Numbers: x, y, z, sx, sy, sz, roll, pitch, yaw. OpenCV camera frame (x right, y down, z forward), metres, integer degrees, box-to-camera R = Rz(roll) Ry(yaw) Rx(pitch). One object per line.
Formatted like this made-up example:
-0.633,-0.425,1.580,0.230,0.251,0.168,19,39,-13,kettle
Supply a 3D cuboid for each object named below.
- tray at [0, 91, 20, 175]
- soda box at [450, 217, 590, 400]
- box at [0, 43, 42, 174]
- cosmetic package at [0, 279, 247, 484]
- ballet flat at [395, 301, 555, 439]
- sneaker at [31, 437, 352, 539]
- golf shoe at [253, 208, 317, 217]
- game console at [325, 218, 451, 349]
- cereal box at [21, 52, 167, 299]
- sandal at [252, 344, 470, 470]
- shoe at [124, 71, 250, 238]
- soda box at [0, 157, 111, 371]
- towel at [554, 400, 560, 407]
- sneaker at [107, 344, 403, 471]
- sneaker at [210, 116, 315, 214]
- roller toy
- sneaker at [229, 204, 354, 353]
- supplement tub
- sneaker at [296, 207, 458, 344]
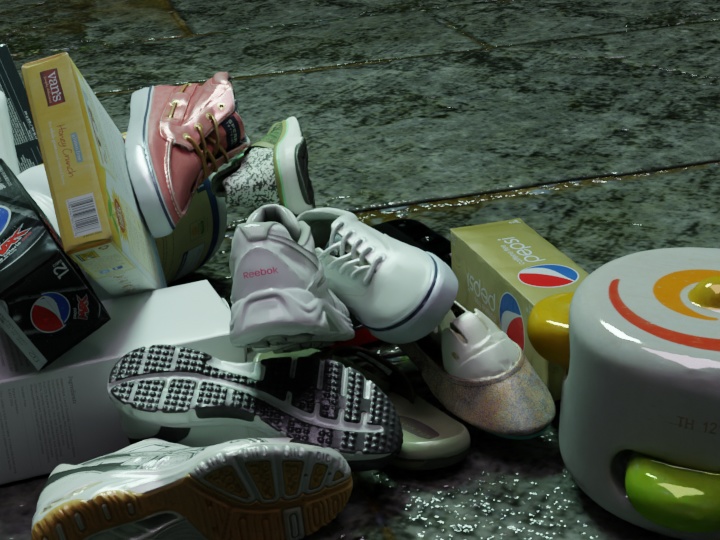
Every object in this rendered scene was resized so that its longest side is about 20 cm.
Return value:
-0.351,-0.072,1.198,0.107,0.201,0.022,-6,-9,-44,tray
0.131,0.024,1.010,0.064,0.068,0.200,-10,23,-14,soda box
-0.371,-0.097,1.254,0.079,0.201,0.141,-20,4,44,box
-0.189,0.078,0.963,0.199,0.085,0.108,-10,23,-17,cosmetic package
0.068,0.053,0.955,0.068,0.067,0.200,-26,32,-20,ballet flat
-0.107,0.131,0.832,0.199,0.076,0.088,-7,23,-10,sneaker
-0.039,-0.014,1.132,0.097,0.079,0.200,-5,25,-5,golf shoe
0.014,0.011,1.180,0.176,0.031,0.200,-18,25,-19,game console
-0.194,-0.057,0.988,0.039,0.144,0.200,-17,-15,-1,cereal box
0.002,0.085,0.953,0.080,0.058,0.201,-23,29,-39,sandal
-0.140,-0.104,1.092,0.091,0.072,0.200,-15,34,1,shoe
-0.248,-0.010,0.955,0.063,0.071,0.200,-37,33,-8,soda box
0.161,0.055,1.052,0.144,0.023,0.200,9,25,26,towel
-0.069,0.103,0.893,0.199,0.080,0.074,10,45,7,sneaker
-0.091,-0.092,1.177,0.088,0.077,0.200,-8,10,-4,sneaker
0.219,0.068,0.838,0.182,0.140,0.200,-10,27,-20,roller toy
-0.049,0.005,0.920,0.078,0.100,0.200,-8,-6,1,sneaker
-0.231,-0.037,1.171,0.144,0.145,0.200,11,26,32,supplement tub
0.000,0.000,0.969,0.071,0.073,0.200,35,-6,-26,sneaker
